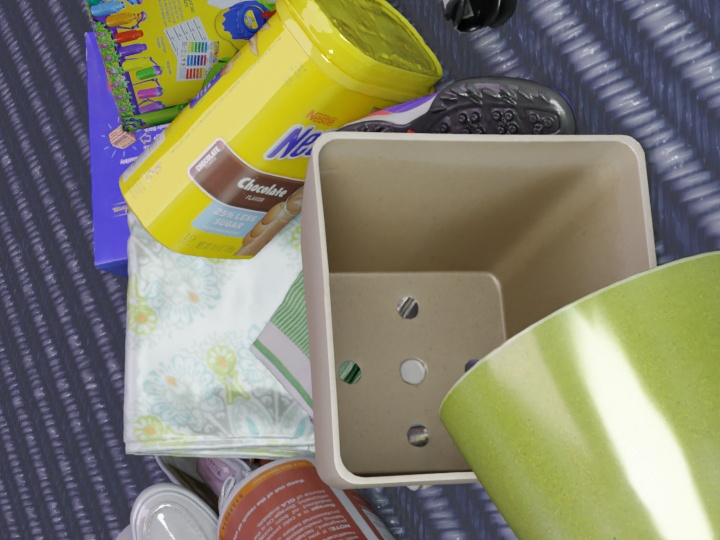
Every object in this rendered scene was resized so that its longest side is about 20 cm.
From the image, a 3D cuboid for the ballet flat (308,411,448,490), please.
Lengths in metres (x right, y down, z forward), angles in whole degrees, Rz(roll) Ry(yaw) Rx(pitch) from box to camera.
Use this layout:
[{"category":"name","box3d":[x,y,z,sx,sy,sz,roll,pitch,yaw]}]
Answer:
[{"category":"ballet flat","box3d":[0.030,0.114,1.419,0.200,0.072,0.072,3,90,64]}]

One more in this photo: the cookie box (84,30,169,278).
[{"category":"cookie box","box3d":[-0.132,-0.105,1.661,0.171,0.075,0.200,-10,75,26]}]

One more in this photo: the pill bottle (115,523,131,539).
[{"category":"pill bottle","box3d":[-0.134,0.267,1.666,0.200,0.109,0.110,-152,68,-64]}]

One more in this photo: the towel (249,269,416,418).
[{"category":"towel","box3d":[0.000,0.000,1.449,0.200,0.023,0.153,-60,30,6]}]

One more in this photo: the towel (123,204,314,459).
[{"category":"towel","box3d":[-0.090,0.042,1.541,0.048,0.171,0.200,108,163,-85]}]

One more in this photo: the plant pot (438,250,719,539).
[{"category":"plant pot","box3d":[0.165,0.122,1.032,0.187,0.187,0.200,-50,59,51]}]

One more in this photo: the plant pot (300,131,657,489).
[{"category":"plant pot","box3d":[0.056,0.041,1.238,0.177,0.200,0.200,131,136,-69]}]

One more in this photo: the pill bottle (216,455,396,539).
[{"category":"pill bottle","box3d":[-0.019,0.222,1.436,0.200,0.112,0.112,-132,51,-56]}]

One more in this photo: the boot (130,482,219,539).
[{"category":"boot","box3d":[-0.109,0.253,1.509,0.200,0.073,0.096,65,176,-8]}]

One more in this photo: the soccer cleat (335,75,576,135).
[{"category":"soccer cleat","box3d":[0.066,-0.092,1.348,0.200,0.073,0.068,-12,102,42]}]

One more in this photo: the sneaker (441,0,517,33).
[{"category":"sneaker","box3d":[0.047,-0.215,1.393,0.200,0.076,0.116,-4,81,61]}]

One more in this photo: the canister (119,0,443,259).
[{"category":"canister","box3d":[-0.057,-0.101,1.435,0.200,0.148,0.087,-44,69,21]}]

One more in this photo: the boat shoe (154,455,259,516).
[{"category":"boat shoe","box3d":[-0.106,0.181,1.672,0.202,0.065,0.075,41,124,57]}]

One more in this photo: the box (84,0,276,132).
[{"category":"box","box3d":[-0.101,-0.217,1.488,0.200,0.192,0.122,84,174,-61]}]

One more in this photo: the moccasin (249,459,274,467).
[{"category":"moccasin","box3d":[-0.079,0.098,1.611,0.074,0.078,0.202,-47,46,52]}]
